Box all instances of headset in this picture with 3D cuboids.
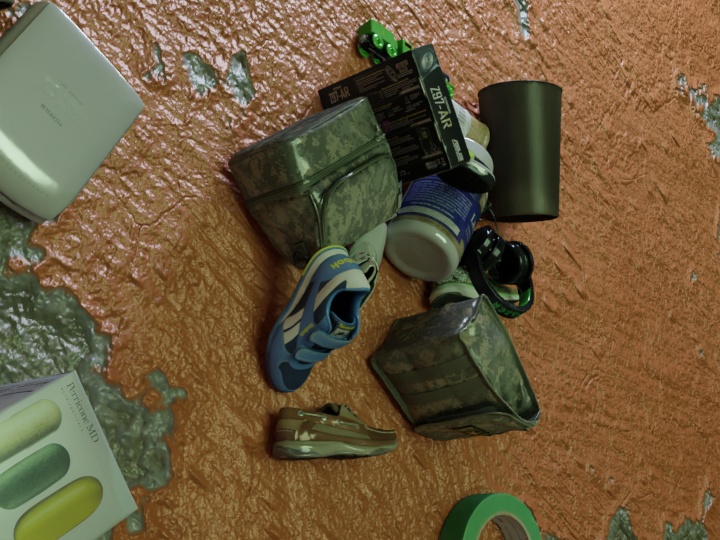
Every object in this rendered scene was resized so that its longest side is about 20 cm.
[{"bbox_3d":[0.191,-0.016,1.622,0.123,0.094,0.202,24,47,-36],"label":"headset"}]

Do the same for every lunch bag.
[{"bbox_3d":[0.137,0.156,1.511,0.201,0.163,0.118,57,42,-19],"label":"lunch bag"},{"bbox_3d":[-0.045,-0.110,1.406,0.200,0.138,0.169,-36,108,-45],"label":"lunch bag"}]

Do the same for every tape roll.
[{"bbox_3d":[0.192,0.426,1.588,0.199,0.048,0.203,13,72,-43],"label":"tape roll"}]

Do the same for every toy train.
[{"bbox_3d":[0.070,-0.311,1.645,0.199,0.041,0.057,27,52,-39],"label":"toy train"}]

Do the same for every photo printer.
[{"bbox_3d":[-0.341,-0.163,1.163,0.167,0.069,0.201,49,50,-26],"label":"photo printer"}]

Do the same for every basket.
[{"bbox_3d":[0.256,-0.182,1.737,0.180,0.134,0.203,14,74,-78],"label":"basket"}]

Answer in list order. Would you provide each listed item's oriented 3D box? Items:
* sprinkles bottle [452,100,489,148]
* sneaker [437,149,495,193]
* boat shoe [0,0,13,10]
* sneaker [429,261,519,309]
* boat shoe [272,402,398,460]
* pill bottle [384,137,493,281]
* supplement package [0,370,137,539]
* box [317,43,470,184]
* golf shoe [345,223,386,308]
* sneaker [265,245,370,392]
[{"bbox_3d":[0.110,-0.235,1.645,0.199,0.068,0.069,29,61,-38],"label":"sprinkles bottle"},{"bbox_3d":[0.113,-0.187,1.523,0.199,0.072,0.083,34,70,11],"label":"sneaker"},{"bbox_3d":[-0.432,-0.265,1.093,0.202,0.072,0.061,-42,105,-47],"label":"boat shoe"},{"bbox_3d":[0.174,0.017,1.656,0.199,0.076,0.090,9,62,-48],"label":"sneaker"},{"bbox_3d":[-0.027,0.204,1.398,0.199,0.075,0.073,10,72,-46],"label":"boat shoe"},{"bbox_3d":[0.117,-0.093,1.585,0.116,0.115,0.201,48,51,-27],"label":"pill bottle"},{"bbox_3d":[-0.347,0.209,1.010,0.199,0.150,0.153,-32,103,-45],"label":"supplement package"},{"bbox_3d":[0.042,-0.196,1.469,0.043,0.199,0.162,-25,97,-40],"label":"box"},{"bbox_3d":[0.000,0.000,1.460,0.073,0.092,0.201,45,50,-25],"label":"golf shoe"},{"bbox_3d":[-0.053,0.072,1.341,0.074,0.082,0.202,3,119,-49],"label":"sneaker"}]
